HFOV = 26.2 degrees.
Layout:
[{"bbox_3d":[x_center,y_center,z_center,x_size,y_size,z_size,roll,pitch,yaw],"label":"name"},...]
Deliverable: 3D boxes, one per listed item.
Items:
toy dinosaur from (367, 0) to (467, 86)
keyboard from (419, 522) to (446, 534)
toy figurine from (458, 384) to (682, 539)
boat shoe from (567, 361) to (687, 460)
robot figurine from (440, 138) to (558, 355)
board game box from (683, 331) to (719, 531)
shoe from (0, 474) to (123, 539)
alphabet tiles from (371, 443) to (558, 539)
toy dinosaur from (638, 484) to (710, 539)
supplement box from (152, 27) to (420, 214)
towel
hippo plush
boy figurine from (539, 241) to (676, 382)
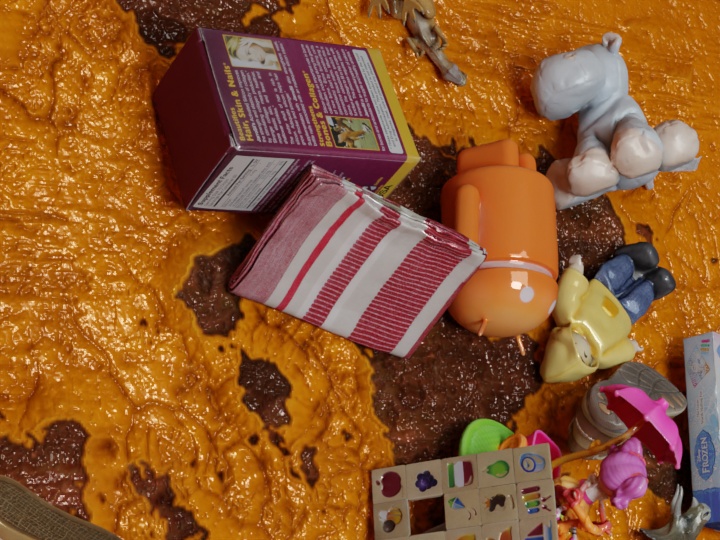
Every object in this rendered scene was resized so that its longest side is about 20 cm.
[{"bbox_3d":[0.053,-0.277,1.582,0.106,0.060,0.202,-11,85,-62],"label":"toy dinosaur"},{"bbox_3d":[0.117,0.252,1.460,0.199,0.011,0.057,-16,79,-39],"label":"keyboard"},{"bbox_3d":[0.201,0.183,1.389,0.150,0.183,0.201,44,32,-23],"label":"toy figurine"},{"bbox_3d":[0.264,0.145,1.567,0.076,0.072,0.199,47,28,24],"label":"boat shoe"},{"bbox_3d":[0.136,-0.022,1.502,0.115,0.144,0.202,3,69,-5],"label":"robot figurine"},{"bbox_3d":[0.423,0.186,1.663,0.199,0.043,0.201,20,63,-41],"label":"board game box"},{"bbox_3d":[-0.226,0.228,1.196,0.200,0.053,0.070,40,22,-23],"label":"shoe"},{"bbox_3d":[0.092,0.255,1.340,0.008,0.166,0.202,55,29,-57],"label":"alphabet tiles"},{"bbox_3d":[0.290,0.316,1.528,0.102,0.077,0.200,47,53,-1],"label":"toy dinosaur"},{"bbox_3d":[-0.066,-0.127,1.383,0.199,0.103,0.132,2,58,-35],"label":"supplement box"},{"bbox_3d":[0.000,0.000,1.387,0.199,0.144,0.023,23,29,-28],"label":"towel"},{"bbox_3d":[0.267,-0.169,1.621,0.199,0.159,0.162,-14,83,-38],"label":"hippo plush"},{"bbox_3d":[0.243,0.044,1.590,0.200,0.064,0.125,-38,100,-41],"label":"boy figurine"}]
